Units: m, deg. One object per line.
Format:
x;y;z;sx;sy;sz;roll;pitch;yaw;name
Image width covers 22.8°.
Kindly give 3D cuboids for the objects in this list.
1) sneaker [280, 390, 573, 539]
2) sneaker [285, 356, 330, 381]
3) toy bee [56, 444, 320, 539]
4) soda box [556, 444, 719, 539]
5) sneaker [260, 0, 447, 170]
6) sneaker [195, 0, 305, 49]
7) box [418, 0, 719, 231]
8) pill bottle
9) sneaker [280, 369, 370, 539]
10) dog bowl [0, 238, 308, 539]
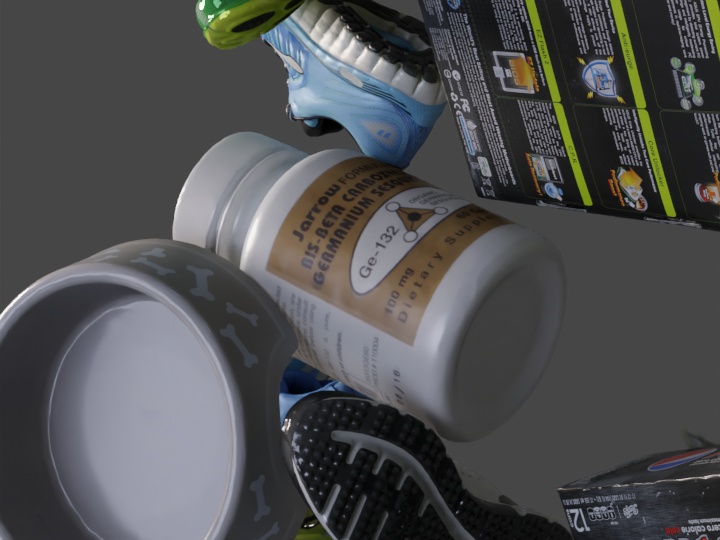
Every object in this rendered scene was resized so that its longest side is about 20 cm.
0.024;0.120;0.910;0.074;0.200;0.080;-57;35;-8;sneaker
-0.066;0.048;1.073;0.076;0.080;0.201;41;121;39;sneaker
-0.107;0.138;1.021;0.109;0.198;0.132;-88;-12;-54;toy bee
0.176;0.114;0.789;0.200;0.063;0.071;-19;89;60;soda box
-0.031;-0.122;1.019;0.200;0.078;0.091;42;127;37;sneaker
-0.043;-0.195;0.944;0.083;0.201;0.074;37;145;-14;sneaker
0.107;-0.120;0.831;0.192;0.047;0.201;8;126;46;box
0.000;0.000;0.947;0.199;0.114;0.115;26;114;33;pill bottle
-0.041;0.120;1.062;0.199;0.075;0.106;-29;72;39;sneaker
-0.120;0.084;0.922;0.198;0.059;0.202;0;91;29;dog bowl
